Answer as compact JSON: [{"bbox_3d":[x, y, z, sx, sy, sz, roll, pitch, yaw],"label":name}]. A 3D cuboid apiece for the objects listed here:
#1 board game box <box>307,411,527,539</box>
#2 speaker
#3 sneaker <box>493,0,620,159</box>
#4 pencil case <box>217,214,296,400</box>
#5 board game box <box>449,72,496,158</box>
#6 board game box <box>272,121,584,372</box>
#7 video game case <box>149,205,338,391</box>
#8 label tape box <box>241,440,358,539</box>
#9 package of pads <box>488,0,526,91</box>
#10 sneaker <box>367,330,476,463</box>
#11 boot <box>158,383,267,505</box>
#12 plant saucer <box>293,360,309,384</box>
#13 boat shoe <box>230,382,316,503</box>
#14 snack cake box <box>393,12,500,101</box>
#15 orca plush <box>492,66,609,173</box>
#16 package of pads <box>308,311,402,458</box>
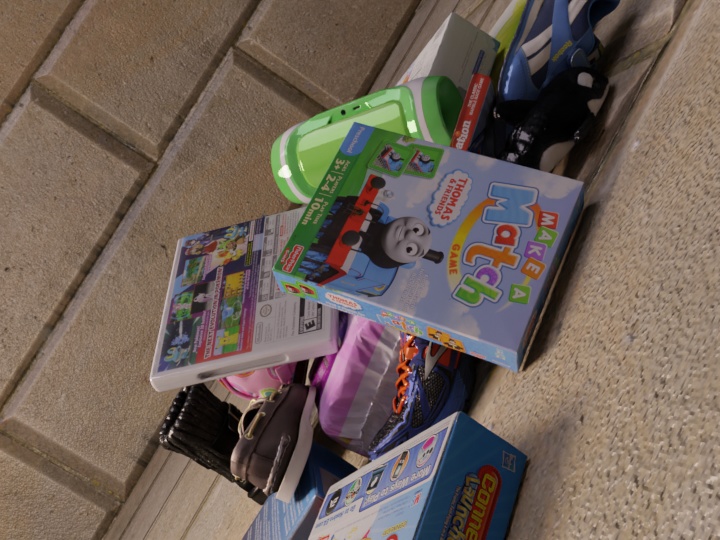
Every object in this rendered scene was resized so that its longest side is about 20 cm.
[{"bbox_3d":[0.006,0.212,0.585,0.200,0.055,0.198,-44,17,54],"label":"board game box"},{"bbox_3d":[0.007,-0.129,0.938,0.197,0.089,0.089,-15,33,30],"label":"speaker"},{"bbox_3d":[0.178,-0.190,0.862,0.074,0.081,0.204,48,-117,-76],"label":"sneaker"},{"bbox_3d":[-0.100,0.037,0.971,0.088,0.086,0.202,-50,24,36],"label":"pencil case"},{"bbox_3d":[0.108,-0.111,0.885,0.200,0.019,0.105,15,-88,-78],"label":"board game box"},{"bbox_3d":[0.053,-0.025,0.707,0.153,0.197,0.037,-62,-23,-25],"label":"board game box"},{"bbox_3d":[-0.107,0.020,0.908,0.178,0.023,0.202,-13,42,11],"label":"video game case"},{"bbox_3d":[-0.070,0.261,0.789,0.202,0.065,0.143,-59,9,3],"label":"label tape box"},{"bbox_3d":[0.175,-0.237,1.070,0.201,0.068,0.155,-53,13,28],"label":"package of pads"},{"bbox_3d":[0.054,0.062,0.732,0.202,0.078,0.075,-61,10,-16],"label":"sneaker"},{"bbox_3d":[-0.167,0.194,1.186,0.080,0.156,0.211,-55,11,11],"label":"boot"},{"bbox_3d":[-0.083,0.158,1.018,0.200,0.036,0.205,-171,90,-89],"label":"plant saucer"},{"bbox_3d":[-0.077,0.139,0.818,0.200,0.058,0.073,-99,30,-79],"label":"boat shoe"},{"bbox_3d":[0.069,-0.177,1.045,0.200,0.066,0.117,-43,22,58],"label":"snack cake box"},{"bbox_3d":[0.132,-0.109,0.800,0.201,0.071,0.105,-49,7,3],"label":"orca plush"},{"bbox_3d":[0.005,0.088,0.878,0.122,0.075,0.200,-65,9,3],"label":"package of pads"}]
